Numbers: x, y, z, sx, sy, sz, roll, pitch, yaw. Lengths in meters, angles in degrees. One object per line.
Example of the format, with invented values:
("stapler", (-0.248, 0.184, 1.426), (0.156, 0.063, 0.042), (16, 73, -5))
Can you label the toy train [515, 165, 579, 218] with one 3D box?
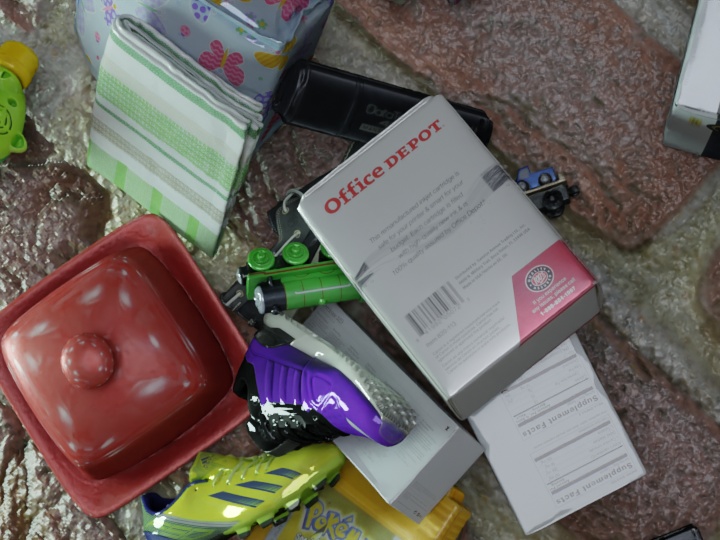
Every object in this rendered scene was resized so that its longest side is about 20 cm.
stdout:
("toy train", (0.085, -0.047, 1.682), (0.198, 0.034, 0.046), (-16, 73, 6))

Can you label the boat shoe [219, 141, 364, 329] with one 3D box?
("boat shoe", (-0.044, -0.042, 1.675), (0.067, 0.072, 0.201), (32, 92, 4))

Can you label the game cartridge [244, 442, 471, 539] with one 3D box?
("game cartridge", (-0.019, 0.228, 1.626), (0.176, 0.032, 0.201), (31, 90, 44))

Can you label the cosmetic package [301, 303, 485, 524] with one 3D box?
("cosmetic package", (0.010, 0.110, 1.617), (0.083, 0.051, 0.200), (-49, 46, 3))

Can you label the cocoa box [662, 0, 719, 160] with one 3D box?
("cocoa box", (0.319, -0.158, 1.577), (0.130, 0.200, 0.134), (15, 87, 7))

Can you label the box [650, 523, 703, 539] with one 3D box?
("box", (0.211, 0.317, 1.631), (0.199, 0.049, 0.162), (-22, 87, 4))

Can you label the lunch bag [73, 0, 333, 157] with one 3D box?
("lunch bag", (-0.136, -0.211, 1.641), (0.199, 0.170, 0.127), (32, 49, 6))

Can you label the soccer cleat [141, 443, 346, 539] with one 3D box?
("soccer cleat", (-0.102, 0.178, 1.644), (0.199, 0.065, 0.084), (-29, 79, 26))

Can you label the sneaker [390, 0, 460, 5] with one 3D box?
("sneaker", (0.095, -0.269, 1.678), (0.198, 0.081, 0.089), (-9, 86, 14))

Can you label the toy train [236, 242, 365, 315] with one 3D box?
("toy train", (0.000, 0.000, 1.620), (0.198, 0.042, 0.057), (-10, 54, -12))

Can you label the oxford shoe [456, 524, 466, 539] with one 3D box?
("oxford shoe", (0.010, 0.266, 1.645), (0.071, 0.074, 0.201), (35, 91, 5))

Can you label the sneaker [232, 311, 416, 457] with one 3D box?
("sneaker", (-0.036, 0.110, 1.573), (0.100, 0.069, 0.200), (-54, 37, -2))

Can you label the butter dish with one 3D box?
("butter dish", (-0.208, 0.075, 1.648), (0.199, 0.148, 0.200), (-34, 82, 3))

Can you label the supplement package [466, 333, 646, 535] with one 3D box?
("supplement package", (0.136, 0.099, 1.623), (0.109, 0.114, 0.201), (-27, 83, 3))

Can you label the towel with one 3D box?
("towel", (-0.154, -0.109, 1.644), (0.149, 0.200, 0.031), (38, 58, 9))

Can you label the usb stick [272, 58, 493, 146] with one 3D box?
("usb stick", (0.021, -0.126, 1.634), (0.199, 0.033, 0.056), (12, 110, -33))

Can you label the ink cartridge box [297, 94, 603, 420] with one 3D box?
("ink cartridge box", (0.069, -0.011, 1.545), (0.146, 0.083, 0.200), (-38, 71, -2))

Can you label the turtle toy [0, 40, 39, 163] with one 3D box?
("turtle toy", (-0.368, -0.141, 1.705), (0.199, 0.101, 0.146), (26, 66, 10))
